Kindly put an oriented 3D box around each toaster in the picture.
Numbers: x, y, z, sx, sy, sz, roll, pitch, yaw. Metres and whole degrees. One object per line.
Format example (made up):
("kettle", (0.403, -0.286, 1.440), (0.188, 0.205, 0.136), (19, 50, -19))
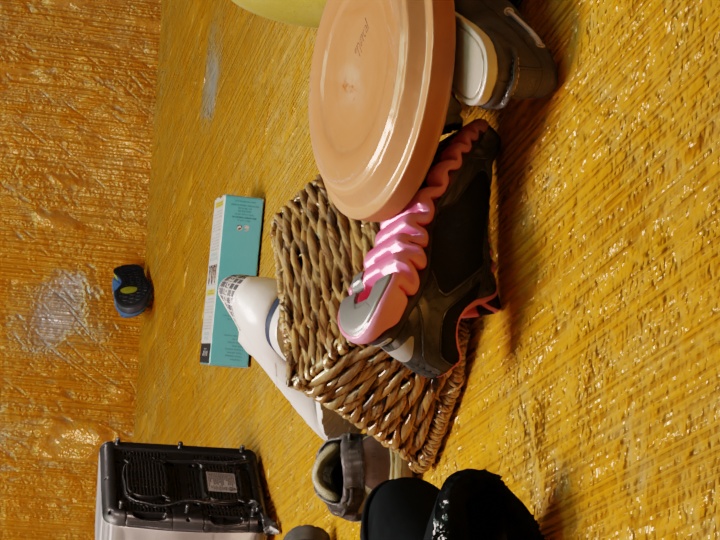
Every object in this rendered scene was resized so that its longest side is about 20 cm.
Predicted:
("toaster", (-0.191, 0.273, 2.086), (0.200, 0.180, 0.119), (-112, 28, -66))

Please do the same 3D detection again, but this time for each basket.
("basket", (0.034, 0.018, 1.453), (0.143, 0.149, 0.201), (-39, 35, 24))

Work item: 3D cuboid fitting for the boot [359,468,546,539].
("boot", (0.060, 0.173, 1.224), (0.169, 0.076, 0.201), (104, 159, -46))

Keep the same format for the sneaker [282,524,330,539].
("sneaker", (-0.061, 0.307, 1.748), (0.105, 0.060, 0.201), (-92, 18, -50))

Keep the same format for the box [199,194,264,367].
("box", (-0.153, 0.014, 2.318), (0.082, 0.049, 0.201), (172, 104, -77))

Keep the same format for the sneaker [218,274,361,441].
("sneaker", (-0.047, 0.071, 1.584), (0.077, 0.080, 0.200), (-54, -38, -25))

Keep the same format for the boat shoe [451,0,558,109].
("boat shoe", (0.069, -0.164, 1.304), (0.200, 0.057, 0.067), (-121, 40, -51))

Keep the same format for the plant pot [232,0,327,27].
("plant pot", (-0.010, -0.275, 1.564), (0.142, 0.199, 0.201), (37, 124, 46))

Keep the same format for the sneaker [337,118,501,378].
("sneaker", (0.060, -0.012, 1.320), (0.079, 0.095, 0.201), (-32, 27, 55))

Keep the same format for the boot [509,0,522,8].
("boot", (0.076, -0.209, 1.375), (0.131, 0.067, 0.201), (-118, 31, -53))

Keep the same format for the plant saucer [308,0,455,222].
("plant saucer", (0.008, -0.134, 1.323), (0.200, 0.032, 0.202), (-174, 90, -66))

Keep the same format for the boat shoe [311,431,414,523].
("boat shoe", (-0.007, 0.160, 1.563), (0.200, 0.064, 0.074), (127, 145, -69))

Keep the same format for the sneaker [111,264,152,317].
("sneaker", (-0.391, 0.054, 3.355), (0.200, 0.065, 0.079), (-120, 26, -70))

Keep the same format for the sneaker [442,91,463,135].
("sneaker", (0.021, -0.141, 1.432), (0.200, 0.077, 0.086), (-167, 64, -67))
